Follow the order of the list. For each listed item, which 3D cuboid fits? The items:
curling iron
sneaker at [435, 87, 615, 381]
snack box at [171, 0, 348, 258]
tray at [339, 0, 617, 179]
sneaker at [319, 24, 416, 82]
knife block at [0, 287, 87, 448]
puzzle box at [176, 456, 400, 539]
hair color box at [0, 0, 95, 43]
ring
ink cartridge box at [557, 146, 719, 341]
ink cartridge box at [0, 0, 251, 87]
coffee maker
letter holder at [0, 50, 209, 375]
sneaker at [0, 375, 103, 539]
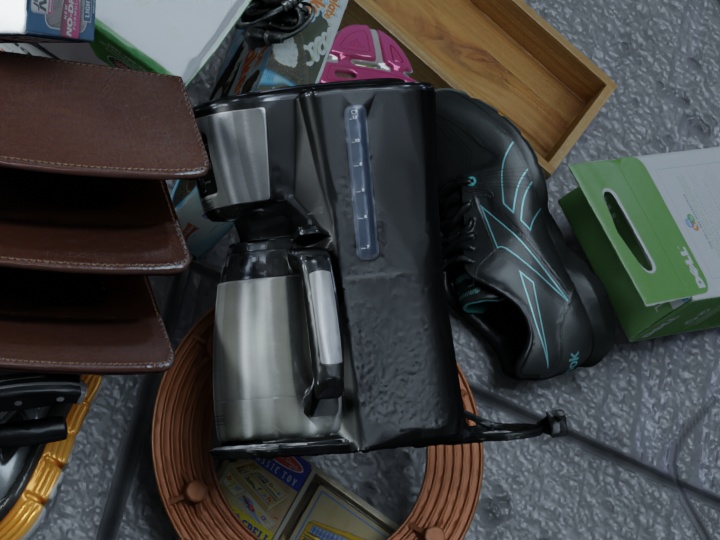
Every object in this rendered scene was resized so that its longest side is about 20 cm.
[{"bbox_3d":[-0.089,-0.179,1.665,0.050,0.200,0.026,-41,129,-10],"label":"curling iron"},{"bbox_3d":[0.082,-0.022,1.728,0.079,0.075,0.200,-25,78,-34],"label":"sneaker"},{"bbox_3d":[-0.056,-0.115,1.672,0.037,0.116,0.200,29,54,-14],"label":"snack box"},{"bbox_3d":[0.063,-0.150,1.809,0.200,0.037,0.099,42,52,-5],"label":"tray"},{"bbox_3d":[-0.010,-0.047,1.677,0.074,0.087,0.200,5,73,-22],"label":"sneaker"},{"bbox_3d":[-0.248,0.071,1.447,0.175,0.064,0.200,30,55,21],"label":"knife block"},{"bbox_3d":[-0.014,0.194,1.590,0.200,0.025,0.133,36,53,-8],"label":"puzzle box"},{"bbox_3d":[-0.231,-0.169,1.449,0.061,0.200,0.100,2,91,-57],"label":"hair color box"},{"bbox_3d":[-0.021,0.098,1.578,0.200,0.019,0.201,4,77,-19],"label":"ring"},{"bbox_3d":[0.191,-0.016,1.761,0.200,0.059,0.104,-8,67,-51],"label":"ink cartridge box"},{"bbox_3d":[-0.154,-0.158,1.583,0.147,0.200,0.083,36,77,-8],"label":"ink cartridge box"},{"bbox_3d":[0.000,0.000,1.529,0.192,0.135,0.200,-2,86,-39],"label":"coffee maker"},{"bbox_3d":[-0.182,-0.030,1.420,0.200,0.101,0.142,6,41,-27],"label":"letter holder"},{"bbox_3d":[-0.183,0.057,1.537,0.077,0.078,0.200,26,55,-8],"label":"sneaker"}]
